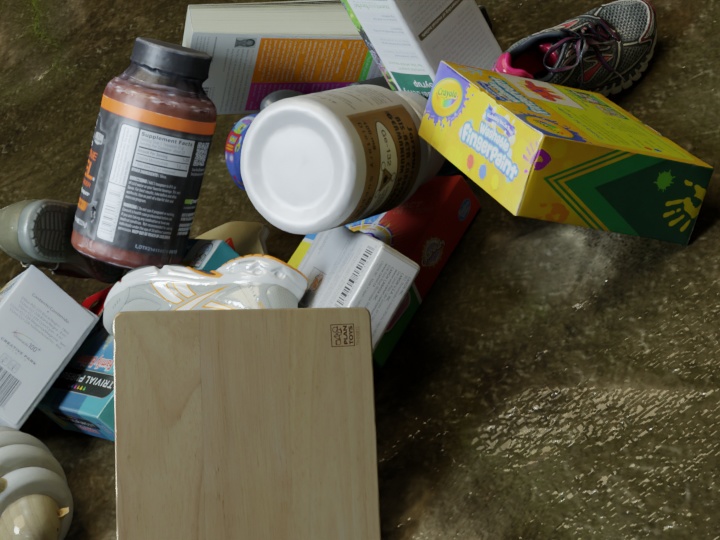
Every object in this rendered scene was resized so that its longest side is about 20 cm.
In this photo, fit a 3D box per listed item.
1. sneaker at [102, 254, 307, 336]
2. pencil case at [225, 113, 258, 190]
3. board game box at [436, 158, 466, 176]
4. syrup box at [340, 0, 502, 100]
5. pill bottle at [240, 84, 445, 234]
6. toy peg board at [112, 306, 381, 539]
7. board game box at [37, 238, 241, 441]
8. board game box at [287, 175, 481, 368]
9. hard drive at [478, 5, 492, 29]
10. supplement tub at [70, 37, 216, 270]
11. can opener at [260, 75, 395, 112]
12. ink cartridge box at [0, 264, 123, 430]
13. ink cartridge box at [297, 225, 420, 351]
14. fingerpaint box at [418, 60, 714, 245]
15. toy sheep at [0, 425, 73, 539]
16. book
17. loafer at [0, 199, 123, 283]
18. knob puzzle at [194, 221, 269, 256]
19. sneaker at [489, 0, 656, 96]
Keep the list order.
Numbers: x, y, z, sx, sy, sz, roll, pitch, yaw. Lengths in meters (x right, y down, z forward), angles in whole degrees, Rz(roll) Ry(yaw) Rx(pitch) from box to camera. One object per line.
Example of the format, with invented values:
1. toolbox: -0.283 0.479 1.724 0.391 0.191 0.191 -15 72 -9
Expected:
1. sneaker: -0.142 0.046 1.635 0.199 0.076 0.092 -10 55 30
2. pencil case: -0.069 -0.115 1.869 0.087 0.078 0.200 -58 20 -8
3. board game box: 0.097 -0.139 1.830 0.199 0.028 0.136 -11 39 33
4. syrup box: 0.063 -0.208 1.736 0.081 0.200 0.079 -45 33 -22
5. pill bottle: -0.006 -0.101 1.652 0.114 0.115 0.200 -14 3 30
6. toy peg board: -0.091 0.136 1.491 0.198 0.201 0.098 -1 -10 -7
7. board game box: -0.204 0.061 1.777 0.151 0.047 0.200 3 54 58
8. board game box: 0.000 0.000 1.727 0.152 0.040 0.200 -1 45 42
9. hard drive: 0.021 -0.212 1.966 0.199 0.033 0.140 -9 26 38
10. supplement tub: -0.191 -0.105 1.729 0.107 0.106 0.201 26 104 55
11. can opener: -0.010 -0.161 1.778 0.067 0.054 0.200 40 35 24
12. ink cartridge box: -0.323 0.063 1.825 0.176 0.084 0.200 -55 12 -18
13. ink cartridge box: -0.038 0.060 1.616 0.201 0.045 0.176 -60 18 1
14. fingerpaint box: 0.165 -0.097 1.581 0.200 0.166 0.074 46 123 58
15. toy sheep: -0.327 0.197 1.689 0.138 0.138 0.200 -42 43 -12
16. book: -0.070 -0.196 1.812 0.199 0.134 0.048 -3 59 -14
17. loafer: -0.282 -0.034 1.798 0.069 0.200 0.076 6 82 22
18. knob puzzle: -0.155 0.030 1.836 0.219 0.030 0.220 -36 29 23
19. sneaker: 0.195 -0.192 1.722 0.200 0.075 0.081 -34 66 -27
